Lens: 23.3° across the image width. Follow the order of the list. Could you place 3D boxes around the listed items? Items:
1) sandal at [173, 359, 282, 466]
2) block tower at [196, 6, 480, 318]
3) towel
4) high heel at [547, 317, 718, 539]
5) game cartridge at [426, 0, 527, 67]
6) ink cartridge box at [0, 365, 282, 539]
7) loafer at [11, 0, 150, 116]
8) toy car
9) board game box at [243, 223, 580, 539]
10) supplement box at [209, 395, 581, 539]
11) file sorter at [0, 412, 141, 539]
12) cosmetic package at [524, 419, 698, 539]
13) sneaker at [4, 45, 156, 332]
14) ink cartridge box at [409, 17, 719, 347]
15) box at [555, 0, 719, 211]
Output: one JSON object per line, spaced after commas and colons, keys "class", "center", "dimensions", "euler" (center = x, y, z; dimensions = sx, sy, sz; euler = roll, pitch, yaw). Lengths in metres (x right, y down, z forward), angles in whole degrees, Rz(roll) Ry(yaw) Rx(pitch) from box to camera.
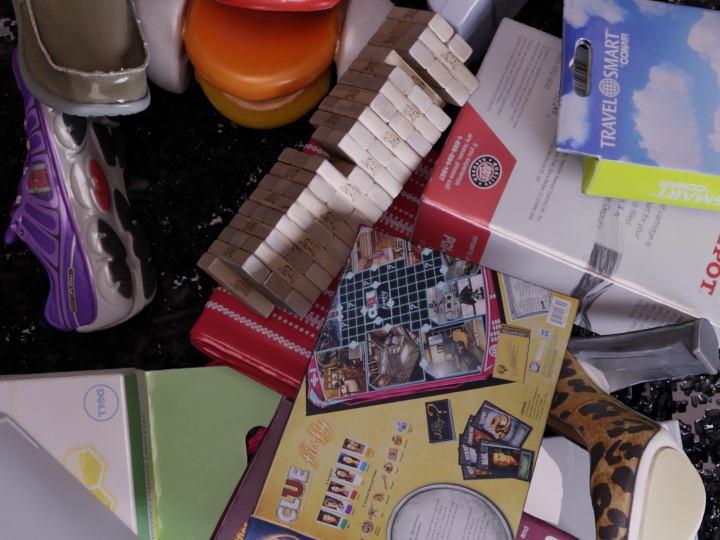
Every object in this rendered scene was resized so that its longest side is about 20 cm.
{"class": "sandal", "center": [-0.084, 0.090, 1.104], "dimensions": [0.200, 0.045, 0.075], "euler": [-30, 81, -2]}
{"class": "block tower", "center": [-0.009, -0.062, 1.040], "dimensions": [0.054, 0.058, 0.200], "euler": [42, 80, -29]}
{"class": "towel", "center": [0.000, 0.000, 1.093], "dimensions": [0.144, 0.023, 0.200], "euler": [27, 62, 6]}
{"class": "high heel", "center": [0.119, 0.113, 0.980], "dimensions": [0.142, 0.071, 0.200], "euler": [-13, 37, 33]}
{"class": "game cartridge", "center": [0.112, -0.222, 1.092], "dimensions": [0.042, 0.133, 0.200], "euler": [38, 85, 14]}
{"class": "ink cartridge box", "center": [-0.134, 0.133, 1.075], "dimensions": [0.199, 0.048, 0.146], "euler": [-4, 90, 14]}
{"class": "loafer", "center": [-0.178, -0.165, 1.076], "dimensions": [0.075, 0.070, 0.200], "euler": [-7, 41, -24]}
{"class": "toy car", "center": [-0.056, -0.194, 1.086], "dimensions": [0.175, 0.150, 0.201], "euler": [6, 83, 3]}
{"class": "board game box", "center": [0.032, 0.079, 0.949], "dimensions": [0.135, 0.035, 0.200], "euler": [20, 54, 2]}
{"class": "supplement box", "center": [0.023, 0.164, 0.986], "dimensions": [0.200, 0.086, 0.111], "euler": [26, 83, 6]}
{"class": "file sorter", "center": [-0.199, 0.201, 0.998], "dimensions": [0.200, 0.139, 0.125], "euler": [42, 103, 8]}
{"class": "cosmetic package", "center": [0.101, 0.155, 1.071], "dimensions": [0.199, 0.090, 0.107], "euler": [-5, 82, -1]}
{"class": "sneaker", "center": [-0.197, -0.057, 1.115], "dimensions": [0.083, 0.081, 0.200], "euler": [-19, 75, 20]}
{"class": "ink cartridge box", "center": [0.148, -0.045, 1.075], "dimensions": [0.200, 0.083, 0.147], "euler": [23, 65, 5]}
{"class": "box", "center": [0.211, -0.095, 1.032], "dimensions": [0.199, 0.048, 0.122], "euler": [8, 62, -3]}
